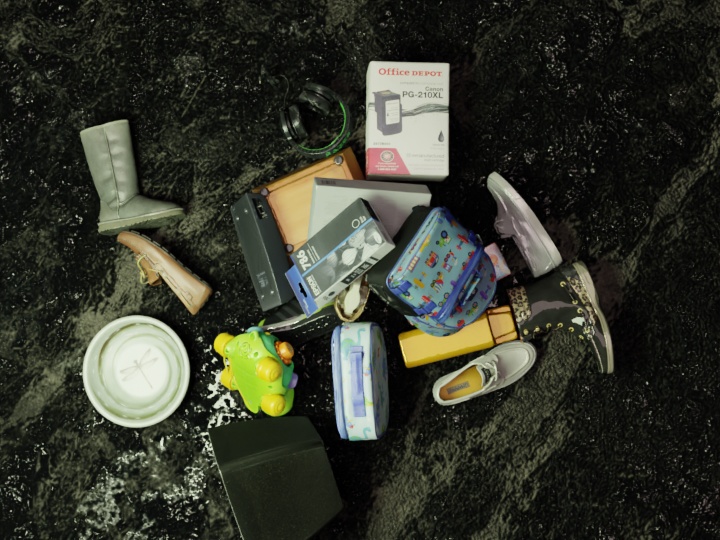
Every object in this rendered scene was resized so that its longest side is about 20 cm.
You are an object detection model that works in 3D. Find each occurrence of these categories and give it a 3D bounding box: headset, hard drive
[{"bbox_3d":[-0.103,-0.292,1.628,0.124,0.094,0.200,-45,68,1],"label":"headset"},{"bbox_3d":[-0.173,-0.033,1.608,0.042,0.135,0.201,-17,88,-23],"label":"hard drive"}]

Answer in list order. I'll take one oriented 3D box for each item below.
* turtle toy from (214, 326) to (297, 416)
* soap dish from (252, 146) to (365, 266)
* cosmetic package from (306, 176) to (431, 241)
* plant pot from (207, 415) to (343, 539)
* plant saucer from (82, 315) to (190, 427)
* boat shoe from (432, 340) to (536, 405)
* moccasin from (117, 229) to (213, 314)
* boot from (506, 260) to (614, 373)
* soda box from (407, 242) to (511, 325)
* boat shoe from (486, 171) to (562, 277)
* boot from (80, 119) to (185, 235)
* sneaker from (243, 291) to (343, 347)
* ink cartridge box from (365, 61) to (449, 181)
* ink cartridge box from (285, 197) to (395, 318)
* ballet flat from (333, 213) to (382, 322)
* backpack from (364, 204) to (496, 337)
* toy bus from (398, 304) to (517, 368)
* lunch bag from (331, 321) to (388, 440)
[{"bbox_3d":[-0.166,0.180,1.577,0.145,0.201,0.101,25,45,34],"label":"turtle toy"},{"bbox_3d":[-0.079,-0.114,1.624,0.199,0.081,0.158,-23,86,3],"label":"soap dish"},{"bbox_3d":[0.011,-0.076,1.555,0.198,0.052,0.152,4,113,-11],"label":"cosmetic package"},{"bbox_3d":[-0.139,0.356,1.541,0.176,0.200,0.201,-20,104,-10],"label":"plant pot"},{"bbox_3d":[-0.402,0.183,1.655,0.199,0.050,0.202,0,87,6],"label":"plant saucer"},{"bbox_3d":[0.219,0.181,1.589,0.199,0.070,0.071,-23,86,1],"label":"boat shoe"},{"bbox_3d":[-0.365,0.002,1.654,0.201,0.074,0.078,40,83,-4],"label":"moccasin"},{"bbox_3d":[0.350,0.097,1.580,0.150,0.073,0.201,-16,86,4],"label":"boot"},{"bbox_3d":[0.163,0.024,1.603,0.199,0.068,0.064,-28,88,3],"label":"soda box"},{"bbox_3d":[0.275,-0.079,1.604,0.068,0.072,0.201,-35,94,3],"label":"boat shoe"},{"bbox_3d":[-0.420,-0.177,1.672,0.180,0.073,0.202,-8,80,3],"label":"boot"},{"bbox_3d":[-0.115,0.084,1.638,0.199,0.072,0.083,-17,51,9],"label":"sneaker"},{"bbox_3d":[0.083,-0.264,1.610,0.144,0.084,0.202,1,87,-2],"label":"ink cartridge box"},{"bbox_3d":[-0.045,-0.020,1.488,0.200,0.039,0.100,-41,62,18],"label":"ink cartridge box"},{"bbox_3d":[0.000,0.000,1.525,0.070,0.065,0.201,8,113,-5],"label":"ballet flat"},{"bbox_3d":[0.136,0.014,1.482,0.200,0.134,0.183,41,77,-20],"label":"backpack"},{"bbox_3d":[0.172,0.114,1.589,0.199,0.078,0.066,-15,86,10],"label":"toy bus"},{"bbox_3d":[0.000,0.188,1.563,0.082,0.161,0.202,-4,88,8],"label":"lunch bag"}]
